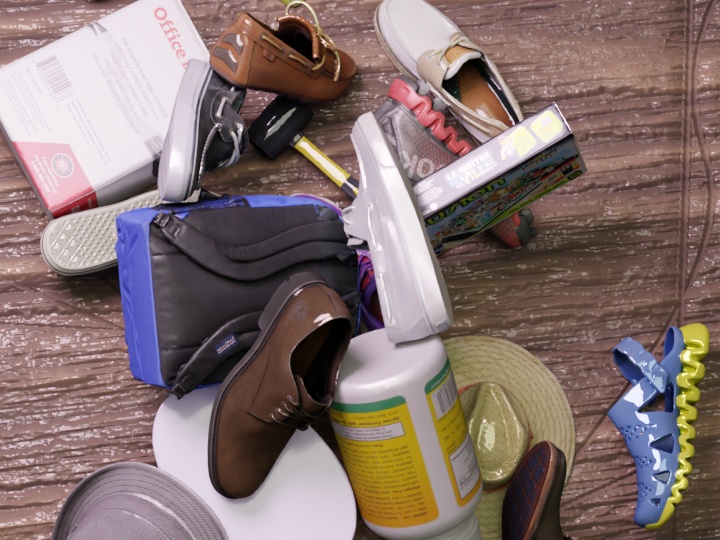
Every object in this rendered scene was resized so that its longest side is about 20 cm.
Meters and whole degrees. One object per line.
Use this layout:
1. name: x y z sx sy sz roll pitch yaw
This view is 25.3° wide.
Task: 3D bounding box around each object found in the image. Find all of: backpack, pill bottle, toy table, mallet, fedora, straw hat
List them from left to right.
1. fedora: -0.206 0.270 1.349 0.176 0.090 0.201 39 120 9
2. backpack: -0.109 0.006 1.404 0.198 0.168 0.164 -8 101 -24
3. toy table: -0.096 0.189 1.417 0.183 0.117 0.200 -39 83 -12
4. mallet: -0.014 -0.097 1.522 0.199 0.041 0.066 34 86 7
5. pill bottle: 0.042 0.159 1.377 0.112 0.113 0.202 -21 112 -10
6. straw hat: 0.115 0.151 1.463 0.199 0.085 0.203 1 77 -5

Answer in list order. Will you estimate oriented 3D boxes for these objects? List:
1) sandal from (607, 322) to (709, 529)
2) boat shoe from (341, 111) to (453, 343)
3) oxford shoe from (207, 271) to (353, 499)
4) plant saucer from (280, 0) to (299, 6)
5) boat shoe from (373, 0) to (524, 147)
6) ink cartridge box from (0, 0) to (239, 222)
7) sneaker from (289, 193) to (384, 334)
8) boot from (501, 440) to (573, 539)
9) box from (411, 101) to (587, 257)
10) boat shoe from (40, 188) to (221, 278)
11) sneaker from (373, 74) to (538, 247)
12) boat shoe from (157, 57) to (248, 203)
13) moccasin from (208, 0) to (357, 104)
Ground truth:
1. sandal: 0.269 0.141 1.492 0.086 0.080 0.202 10 68 0
2. boat shoe: 0.019 -0.035 1.360 0.068 0.072 0.202 -20 81 8
3. oxford shoe: -0.067 0.106 1.310 0.072 0.084 0.202 14 106 -37
4. plant saucer: -0.074 -0.399 1.592 0.199 0.048 0.200 41 77 4
5. boat shoe: 0.093 -0.198 1.551 0.075 0.068 0.200 -42 84 -14
6. ink cartridge box: -0.231 -0.150 1.498 0.199 0.084 0.145 -28 81 -11
7. sneaker: 0.000 0.000 1.488 0.200 0.083 0.081 44 76 7
8. boot: 0.175 0.243 1.428 0.096 0.075 0.202 8 115 -14
9. box: 0.103 -0.069 1.436 0.199 0.110 0.035 -30 70 6
10. boat shoe: -0.203 -0.033 1.487 0.198 0.062 0.075 -11 86 -24
11. sneaker: 0.080 -0.086 1.525 0.098 0.071 0.201 -44 92 -1
12. boat shoe: -0.130 -0.122 1.380 0.070 0.073 0.201 15 36 -8
13. moccasin: -0.062 -0.204 1.481 0.074 0.201 0.078 42 109 29
